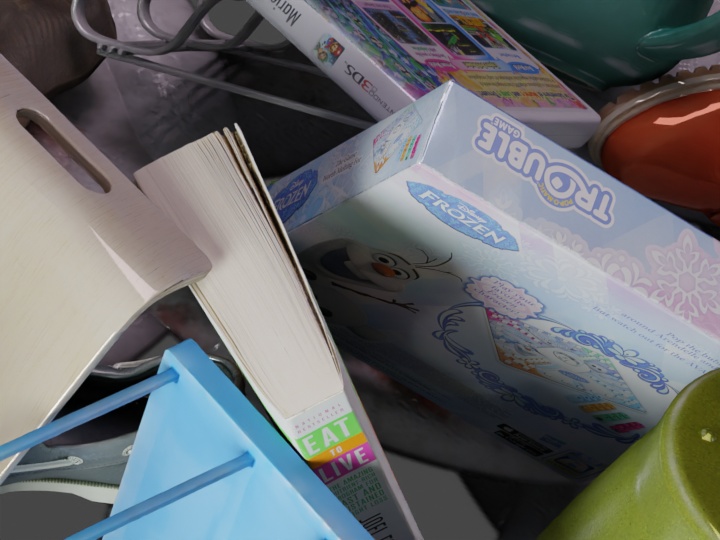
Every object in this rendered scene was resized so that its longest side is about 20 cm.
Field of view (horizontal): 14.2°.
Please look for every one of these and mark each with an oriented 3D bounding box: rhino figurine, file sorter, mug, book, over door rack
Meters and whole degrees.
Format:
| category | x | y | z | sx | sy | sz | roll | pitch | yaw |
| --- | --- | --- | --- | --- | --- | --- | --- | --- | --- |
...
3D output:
| category | x | y | z | sx | sy | sz | roll | pitch | yaw |
| --- | --- | --- | --- | --- | --- | --- | --- | --- | --- |
| rhino figurine | -0.184 | -0.089 | 1.320 | 0.087 | 0.060 | 0.200 | 31 | 42 | 11 |
| file sorter | -0.062 | 0.155 | 1.055 | 0.123 | 0.139 | 0.200 | -23 | 59 | -38 |
| mug | 0.109 | -0.155 | 1.439 | 0.152 | 0.115 | 0.185 | 23 | 3 | -19 |
| book | -0.021 | 0.052 | 1.151 | 0.048 | 0.200 | 0.134 | -27 | 57 | -2 |
| over door rack | -0.015 | -0.097 | 1.348 | 0.200 | 0.067 | 0.148 | 28 | 16 | 18 |

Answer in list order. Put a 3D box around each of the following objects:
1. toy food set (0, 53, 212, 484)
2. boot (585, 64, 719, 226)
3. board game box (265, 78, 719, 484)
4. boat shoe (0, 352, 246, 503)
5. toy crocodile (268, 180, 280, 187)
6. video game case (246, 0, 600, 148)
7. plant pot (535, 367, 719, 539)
| category | x | y | z | sx | sy | sz | roll | pitch | yaw |
| --- | --- | --- | --- | --- | --- | --- | --- | --- | --- |
| toy food set | -0.166 | 0.026 | 1.103 | 0.143 | 0.200 | 0.060 | 44 | 16 | 17 |
| boot | 0.210 | -0.038 | 1.447 | 0.199 | 0.075 | 0.107 | 8 | 48 | -20 |
| board game box | 0.066 | 0.011 | 1.193 | 0.200 | 0.199 | 0.043 | 30 | 67 | -18 |
| boat shoe | -0.142 | 0.055 | 1.180 | 0.199 | 0.062 | 0.073 | 4 | 47 | -20 |
| toy crocodile | 0.000 | 0.000 | 1.308 | 0.199 | 0.068 | 0.062 | 10 | 9 | -16 |
| video game case | 0.006 | -0.119 | 1.320 | 0.182 | 0.024 | 0.200 | 43 | 19 | 17 |
| plant pot | 0.143 | 0.145 | 1.120 | 0.200 | 0.193 | 0.201 | 14 | 42 | -12 |
